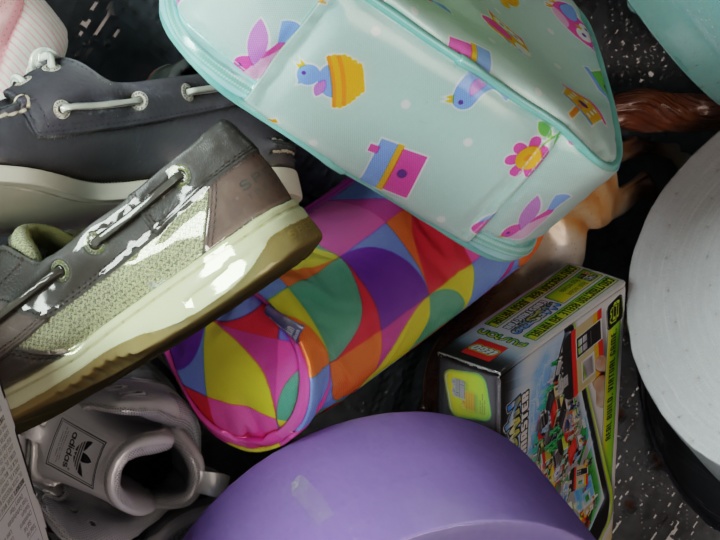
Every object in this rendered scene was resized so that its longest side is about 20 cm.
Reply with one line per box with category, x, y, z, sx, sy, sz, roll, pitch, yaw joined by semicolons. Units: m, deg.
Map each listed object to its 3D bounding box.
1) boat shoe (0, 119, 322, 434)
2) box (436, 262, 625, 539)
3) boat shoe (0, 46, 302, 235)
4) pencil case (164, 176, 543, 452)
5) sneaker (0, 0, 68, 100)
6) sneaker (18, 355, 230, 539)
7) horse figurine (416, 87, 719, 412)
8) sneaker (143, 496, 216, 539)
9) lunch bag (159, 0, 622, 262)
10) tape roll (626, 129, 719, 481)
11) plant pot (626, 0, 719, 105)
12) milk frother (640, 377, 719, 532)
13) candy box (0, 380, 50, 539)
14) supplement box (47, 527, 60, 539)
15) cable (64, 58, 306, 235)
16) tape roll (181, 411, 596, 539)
boat shoe;-0.107;0.011;0.742;0.200;0.072;0.066;-29;86;23
box;0.079;0.109;0.945;0.110;0.035;0.201;-32;130;-45
boat shoe;-0.116;-0.051;0.769;0.199;0.073;0.063;-1;77;-32
pencil case;0.000;0.000;0.866;0.200;0.088;0.089;-33;126;-46
sneaker;-0.193;-0.044;0.787;0.105;0.075;0.201;40;83;-29
sneaker;-0.147;0.054;0.827;0.199;0.115;0.076;16;100;-33
horse figurine;0.105;-0.010;0.983;0.132;0.050;0.201;16;103;-39
sneaker;-0.031;0.133;0.923;0.199;0.082;0.075;9;96;-47
lunch bag;0.014;-0.099;0.823;0.199;0.161;0.077;31;117;-24
tape roll;0.226;0.016;0.921;0.201;0.200;0.066;-52;145;-2
plant pot;0.186;-0.157;0.902;0.134;0.201;0.200;-36;127;21
milk frother;0.250;0.008;1.023;0.187;0.180;0.201;-20;86;-22
candy box;-0.182;0.110;0.734;0.061;0.135;0.201;-57;145;-50
supplement box;-0.121;0.201;0.907;0.199;0.103;0.132;19;100;-33
cable;-0.055;-0.031;0.904;0.199;0.050;0.098;21;81;-45
tape roll;0.015;0.166;0.839;0.199;0.085;0.201;-11;120;-19
